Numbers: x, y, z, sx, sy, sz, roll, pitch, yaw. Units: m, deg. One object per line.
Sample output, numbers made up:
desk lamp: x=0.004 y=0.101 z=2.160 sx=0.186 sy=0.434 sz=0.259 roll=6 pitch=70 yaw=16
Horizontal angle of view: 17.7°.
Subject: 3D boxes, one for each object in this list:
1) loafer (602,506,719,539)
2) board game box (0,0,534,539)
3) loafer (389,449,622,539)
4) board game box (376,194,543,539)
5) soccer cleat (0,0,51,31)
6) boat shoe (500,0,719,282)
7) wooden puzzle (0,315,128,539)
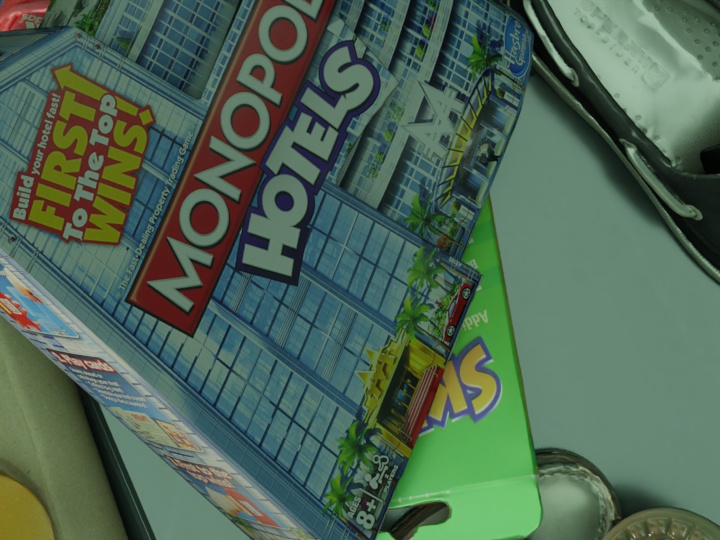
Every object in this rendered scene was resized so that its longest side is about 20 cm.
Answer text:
loafer: x=0.081 y=0.171 z=0.779 sx=0.076 sy=0.068 sz=0.200 roll=36 pitch=104 yaw=27
board game box: x=-0.051 y=-0.039 z=0.701 sx=0.200 sy=0.062 sz=0.200 roll=30 pitch=76 yaw=-32
loafer: x=0.008 y=0.133 z=0.781 sx=0.200 sy=0.063 sz=0.072 roll=-36 pitch=85 yaw=-3
board game box: x=0.000 y=0.000 z=0.789 sx=0.095 sy=0.030 sz=0.200 roll=-9 pitch=74 yaw=0
soccer cleat: x=-0.092 y=-0.083 z=0.767 sx=0.068 sy=0.073 sz=0.200 roll=2 pitch=70 yaw=15
boat shoe: x=0.127 y=-0.049 z=0.791 sx=0.074 sy=0.060 sz=0.200 roll=-43 pitch=88 yaw=-1
wooden puzzle: x=-0.176 y=0.062 z=0.743 sx=0.200 sy=0.046 sz=0.185 roll=-21 pitch=95 yaw=-29
